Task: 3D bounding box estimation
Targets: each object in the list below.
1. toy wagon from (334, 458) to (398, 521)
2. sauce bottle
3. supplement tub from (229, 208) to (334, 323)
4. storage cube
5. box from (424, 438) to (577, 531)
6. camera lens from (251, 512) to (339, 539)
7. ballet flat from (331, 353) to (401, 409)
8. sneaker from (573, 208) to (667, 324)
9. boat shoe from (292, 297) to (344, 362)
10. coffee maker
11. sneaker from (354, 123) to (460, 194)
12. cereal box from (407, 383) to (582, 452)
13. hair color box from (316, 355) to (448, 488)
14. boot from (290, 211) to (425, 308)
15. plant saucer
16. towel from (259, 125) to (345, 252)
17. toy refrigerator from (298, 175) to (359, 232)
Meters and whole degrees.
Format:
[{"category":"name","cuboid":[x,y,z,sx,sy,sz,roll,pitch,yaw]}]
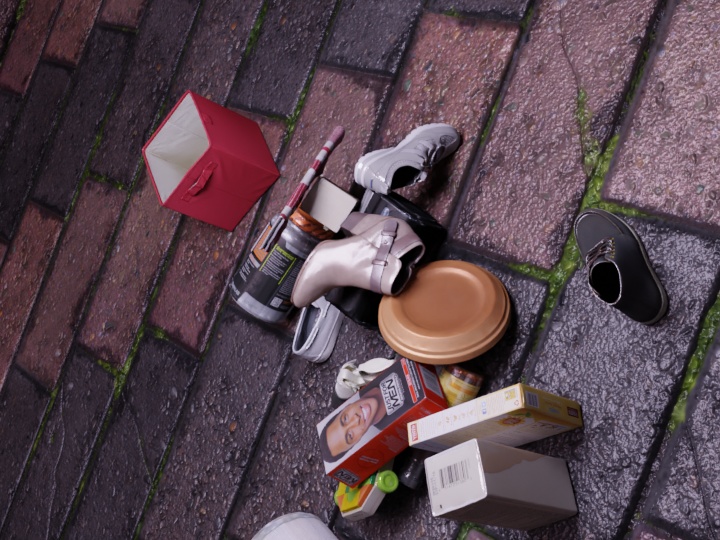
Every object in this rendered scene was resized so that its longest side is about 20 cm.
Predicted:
[{"category":"toy wagon","cuboid":[0.016,0.285,1.657,0.155,0.039,0.201,-36,35,55]},{"category":"sauce bottle","cuboid":[0.117,0.231,1.595,0.066,0.066,0.201,33,103,47]},{"category":"supplement tub","cuboid":[-0.137,-0.016,1.908,0.200,0.122,0.123,-54,44,16]},{"category":"storage cube","cuboid":[-0.296,-0.215,2.107,0.171,0.179,0.200,-47,46,23]},{"category":"box","cuboid":[0.186,0.285,1.399,0.095,0.200,0.078,-30,56,34]},{"category":"camera lens","cuboid":[-0.078,0.481,1.627,0.200,0.160,0.160,37,102,46]},{"category":"ballet flat","cuboid":[0.009,0.172,1.723,0.200,0.068,0.068,-25,42,37]},{"category":"sneaker","cuboid":[0.331,-0.022,1.436,0.075,0.106,0.200,-47,47,23]},{"category":"boat shoe","cuboid":[-0.069,0.057,1.848,0.072,0.068,0.201,21,91,48]},{"category":"coffee maker","cuboid":[0.045,-0.013,1.732,0.192,0.135,0.200,35,104,9]},{"category":"sneaker","cuboid":[0.089,-0.169,1.713,0.082,0.200,0.075,41,149,35]},{"category":"cereal box","cuboid":[0.184,0.212,1.472,0.200,0.144,0.040,-25,58,37]},{"category":"hair color box","cuboid":[0.031,0.220,1.576,0.200,0.061,0.102,-42,37,20]},{"category":"boot","cuboid":[0.000,0.000,1.619,0.146,0.070,0.200,32,86,36]},{"category":"plant saucer","cuboid":[0.123,0.053,1.587,0.199,0.038,0.201,-7,44,6]},{"category":"towel","cuboid":[-0.093,-0.130,1.732,0.200,0.023,0.144,-60,4,-28]},{"category":"toy refrigerator","cuboid":[-0.052,-0.110,1.802,0.070,0.076,0.200,-57,2,3]}]
